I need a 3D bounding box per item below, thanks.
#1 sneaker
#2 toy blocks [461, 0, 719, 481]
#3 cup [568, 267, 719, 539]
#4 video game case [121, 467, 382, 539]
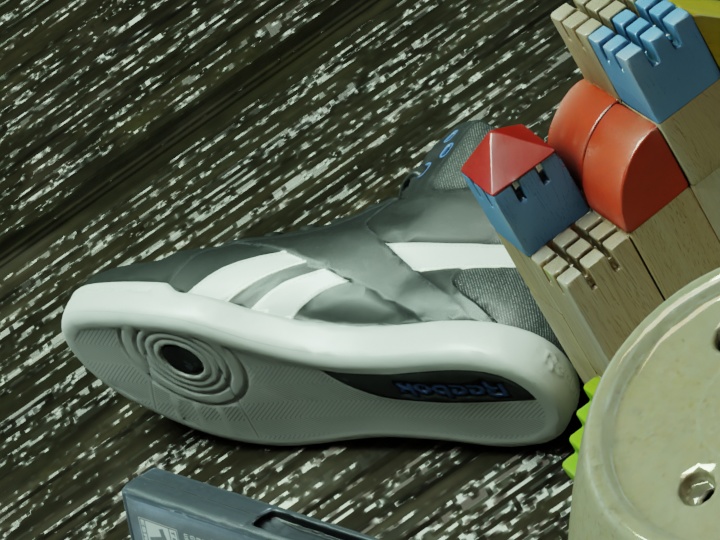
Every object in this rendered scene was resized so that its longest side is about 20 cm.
[{"bbox_3d":[0.000,0.000,1.061,0.199,0.073,0.112,5,53,28],"label":"sneaker"},{"bbox_3d":[0.114,-0.043,0.945,0.200,0.137,0.100,-37,31,-7],"label":"toy blocks"},{"bbox_3d":[0.136,0.075,0.838,0.199,0.143,0.201,-19,44,19],"label":"cup"},{"bbox_3d":[0.017,0.143,0.869,0.199,0.144,0.019,13,33,41],"label":"video game case"}]
